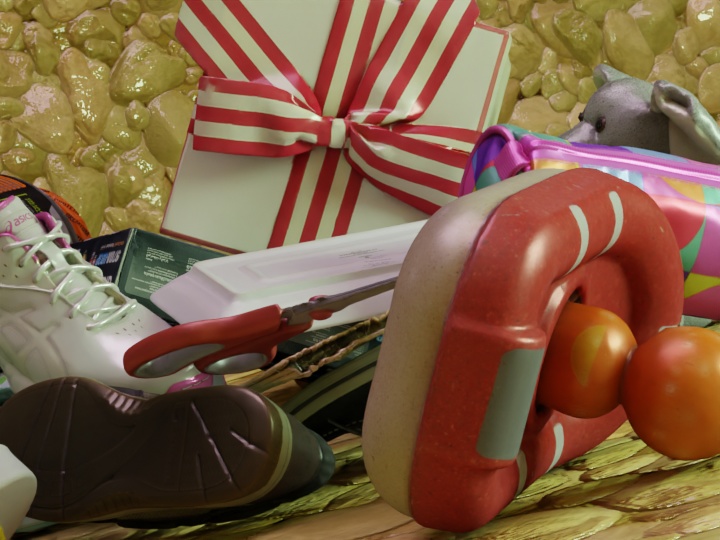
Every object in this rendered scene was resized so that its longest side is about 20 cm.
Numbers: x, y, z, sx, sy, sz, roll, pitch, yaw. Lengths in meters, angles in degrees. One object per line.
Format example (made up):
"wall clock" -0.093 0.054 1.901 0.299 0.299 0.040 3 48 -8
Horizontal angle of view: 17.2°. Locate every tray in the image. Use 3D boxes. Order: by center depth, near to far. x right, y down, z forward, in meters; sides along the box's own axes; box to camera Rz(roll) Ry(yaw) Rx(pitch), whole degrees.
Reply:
"tray" 0.000 0.000 1.213 0.199 0.022 0.107 -11 17 -20

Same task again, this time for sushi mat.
"sushi mat" -0.020 0.041 1.121 0.095 0.012 0.200 -26 -2 -19

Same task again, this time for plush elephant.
"plush elephant" 0.141 -0.036 1.325 0.199 0.156 0.165 -16 3 -11

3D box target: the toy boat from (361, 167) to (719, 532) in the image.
"toy boat" 0.091 0.036 0.927 0.130 0.131 0.200 18 15 17

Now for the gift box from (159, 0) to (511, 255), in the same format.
"gift box" -0.013 -0.090 1.373 0.183 0.201 0.187 11 1 5

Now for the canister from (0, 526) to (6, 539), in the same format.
"canister" -0.261 0.134 0.950 0.199 0.087 0.148 -14 4 35

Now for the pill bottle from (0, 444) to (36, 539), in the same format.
"pill bottle" -0.244 0.059 1.066 0.109 0.200 0.109 -47 -13 -14

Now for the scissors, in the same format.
"scissors" -0.031 0.020 1.040 0.073 0.014 0.200 6 -18 -36

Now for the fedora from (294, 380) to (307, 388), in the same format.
"fedora" -0.006 0.029 1.565 0.199 0.082 0.201 -15 2 0

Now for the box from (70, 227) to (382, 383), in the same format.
"box" -0.066 0.027 1.379 0.199 0.046 0.159 17 -8 -19

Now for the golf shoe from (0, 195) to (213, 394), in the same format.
"golf shoe" -0.161 0.016 1.209 0.199 0.092 0.075 17 30 30

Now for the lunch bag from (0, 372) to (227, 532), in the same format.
"lunch bag" -0.163 0.088 1.313 0.160 0.078 0.200 -16 3 -22

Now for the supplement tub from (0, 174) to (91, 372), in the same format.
"supplement tub" -0.245 0.008 1.428 0.122 0.123 0.200 -14 3 23

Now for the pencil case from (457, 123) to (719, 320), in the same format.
"pencil case" 0.148 -0.023 1.184 0.199 0.089 0.088 5 -4 -22

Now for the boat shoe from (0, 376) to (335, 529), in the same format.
"boat shoe" -0.097 0.091 1.111 0.200 0.072 0.066 -5 -24 42

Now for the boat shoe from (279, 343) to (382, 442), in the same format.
"boat shoe" 0.033 0.057 1.136 0.199 0.063 0.075 -27 0 28
